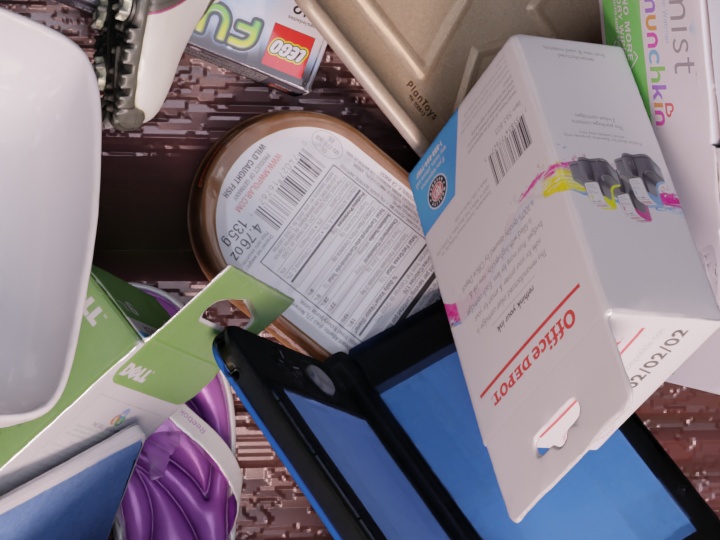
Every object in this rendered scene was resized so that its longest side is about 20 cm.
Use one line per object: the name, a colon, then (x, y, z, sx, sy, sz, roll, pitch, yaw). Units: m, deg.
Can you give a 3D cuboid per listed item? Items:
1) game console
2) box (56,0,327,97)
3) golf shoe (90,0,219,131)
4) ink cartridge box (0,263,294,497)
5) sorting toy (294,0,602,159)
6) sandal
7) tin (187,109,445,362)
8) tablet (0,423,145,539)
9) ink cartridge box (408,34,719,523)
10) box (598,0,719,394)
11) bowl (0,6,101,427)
game console: (0.053, 0.083, 0.969, 0.118, 0.171, 0.200, -44, 61, 11)
box: (-0.101, -0.176, 1.049, 0.199, 0.035, 0.111, 20, 86, -13)
golf shoe: (-0.075, -0.160, 1.001, 0.088, 0.077, 0.201, 16, 87, -21)
ink cartridge box: (-0.135, 0.053, 0.979, 0.200, 0.104, 0.059, -42, 71, 4)
sorting toy: (0.077, -0.142, 1.078, 0.200, 0.036, 0.185, -47, 111, -19)
sandal: (-0.095, 0.105, 1.044, 0.082, 0.050, 0.204, -11, 92, -14)
tin: (0.000, 0.000, 1.075, 0.200, 0.042, 0.112, 39, 86, -11)
tablet: (-0.188, 0.150, 0.952, 0.014, 0.130, 0.200, 43, 44, 21)
ink cartridge box: (0.096, 0.005, 0.955, 0.068, 0.115, 0.201, 4, 54, -28)
box: (0.220, -0.054, 1.008, 0.176, 0.097, 0.201, -11, 100, -24)
bowl: (-0.221, -0.029, 0.899, 0.199, 0.075, 0.201, 14, 65, -25)
